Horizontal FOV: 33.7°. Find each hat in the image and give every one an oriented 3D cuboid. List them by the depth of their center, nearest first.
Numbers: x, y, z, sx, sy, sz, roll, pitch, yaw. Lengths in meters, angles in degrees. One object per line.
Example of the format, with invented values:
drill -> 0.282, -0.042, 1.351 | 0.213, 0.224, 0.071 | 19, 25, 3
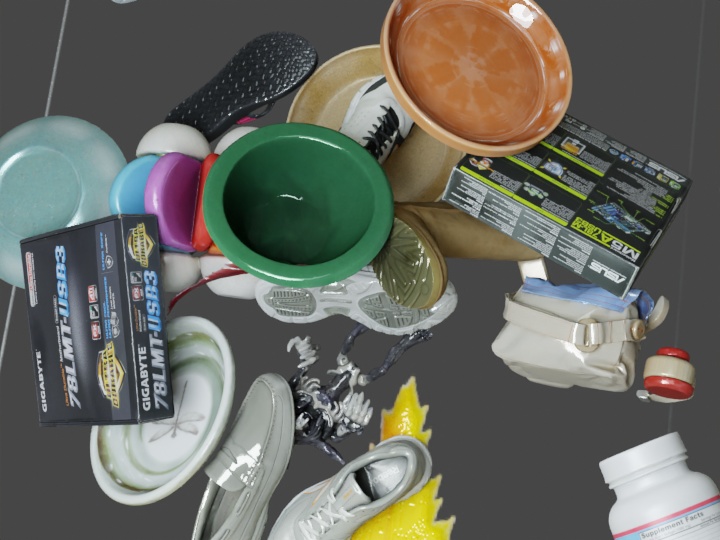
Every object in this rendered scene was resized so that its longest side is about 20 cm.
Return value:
hat -> -0.070, -0.027, 1.136 | 0.198, 0.177, 0.167 | 22, 64, 9

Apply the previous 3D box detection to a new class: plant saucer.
plant saucer -> 0.112, -0.201, 1.160 | 0.197, 0.032, 0.203 | 7, 65, -16
plant saucer -> -0.192, 0.147, 1.214 | 0.198, 0.050, 0.202 | -22, 52, 30
plant saucer -> 0.019, -0.140, 1.273 | 0.197, 0.035, 0.203 | -2, 78, 9
plant saucer -> -0.352, -0.081, 1.318 | 0.198, 0.039, 0.204 | -2, 78, 8

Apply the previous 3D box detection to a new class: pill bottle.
pill bottle -> 0.298, 0.260, 1.107 | 0.108, 0.109, 0.202 | -22, 75, 4

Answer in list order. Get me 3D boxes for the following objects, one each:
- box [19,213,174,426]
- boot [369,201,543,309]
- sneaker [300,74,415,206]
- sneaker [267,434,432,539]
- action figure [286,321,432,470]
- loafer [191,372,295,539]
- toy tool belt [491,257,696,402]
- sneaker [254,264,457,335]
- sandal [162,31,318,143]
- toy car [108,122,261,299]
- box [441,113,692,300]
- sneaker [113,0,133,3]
box -> -0.269, 0.055, 1.199 | 0.197, 0.049, 0.203 | -8, 87, 45
boot -> 0.098, -0.026, 1.133 | 0.175, 0.198, 0.067 | 51, 130, 45
sneaker -> 0.007, -0.126, 1.189 | 0.200, 0.080, 0.074 | -49, 114, -19
sneaker -> -0.020, 0.229, 1.172 | 0.199, 0.092, 0.076 | -40, 76, 0
action figure -> -0.025, 0.110, 1.195 | 0.119, 0.102, 0.200 | 40, 83, 13
loafer -> -0.117, 0.197, 1.173 | 0.070, 0.069, 0.203 | 27, 105, 47
toy tool belt -> 0.233, 0.048, 1.152 | 0.198, 0.125, 0.124 | 7, 72, 30
sneaker -> 0.000, 0.000, 1.167 | 0.197, 0.078, 0.100 | 8, 48, 6
sandal -> -0.130, -0.194, 1.310 | 0.199, 0.045, 0.076 | -31, 69, 16
toy car -> -0.168, -0.066, 1.220 | 0.197, 0.150, 0.178 | 5, 85, 13
box -> 0.207, -0.079, 1.166 | 0.198, 0.048, 0.193 | 29, 42, 13
sneaker -> -0.227, -0.387, 1.353 | 0.071, 0.073, 0.200 | 39, 77, 23
